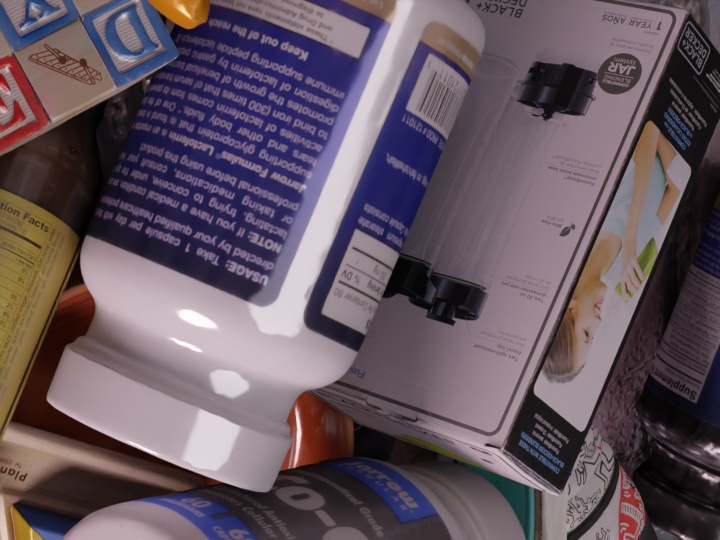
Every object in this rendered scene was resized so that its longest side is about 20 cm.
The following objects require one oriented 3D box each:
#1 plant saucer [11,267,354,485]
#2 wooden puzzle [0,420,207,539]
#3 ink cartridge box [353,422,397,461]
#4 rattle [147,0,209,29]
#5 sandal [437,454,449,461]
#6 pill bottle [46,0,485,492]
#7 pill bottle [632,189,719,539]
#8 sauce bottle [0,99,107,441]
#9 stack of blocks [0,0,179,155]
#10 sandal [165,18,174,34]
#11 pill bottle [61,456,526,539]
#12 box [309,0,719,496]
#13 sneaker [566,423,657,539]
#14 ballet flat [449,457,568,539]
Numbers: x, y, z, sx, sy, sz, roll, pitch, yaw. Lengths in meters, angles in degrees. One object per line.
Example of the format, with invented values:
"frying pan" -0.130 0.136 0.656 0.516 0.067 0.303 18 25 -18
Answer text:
"plant saucer" -0.099 0.086 0.898 0.199 0.032 0.202 -9 115 -21
"wooden puzzle" -0.171 0.156 0.845 0.184 0.046 0.201 20 100 -31
"ink cartridge box" 0.000 0.000 0.957 0.099 0.039 0.201 -2 119 -42
"rattle" -0.161 -0.138 0.648 0.199 0.130 0.144 -7 93 -30
"sandal" 0.099 0.055 1.078 0.082 0.050 0.204 21 95 -47
"pill bottle" -0.039 -0.025 0.795 0.115 0.115 0.201 27 85 -47
"pill bottle" 0.223 0.053 1.161 0.111 0.112 0.202 11 102 -46
"sauce bottle" -0.138 -0.014 0.795 0.065 0.064 0.201 42 62 -46
"stack of blocks" -0.177 -0.077 0.717 0.199 0.058 0.116 -31 97 -29
"sandal" 0.002 -0.145 0.894 0.201 0.050 0.083 -24 148 -19
"pill bottle" -0.024 0.138 0.846 0.199 0.113 0.115 -6 114 -50
"box" 0.065 -0.019 0.882 0.060 0.116 0.201 39 71 -51
"sneaker" 0.063 0.153 1.002 0.201 0.067 0.108 -46 122 -31
"ballet flat" 0.073 0.050 0.952 0.069 0.069 0.202 11 81 -46
